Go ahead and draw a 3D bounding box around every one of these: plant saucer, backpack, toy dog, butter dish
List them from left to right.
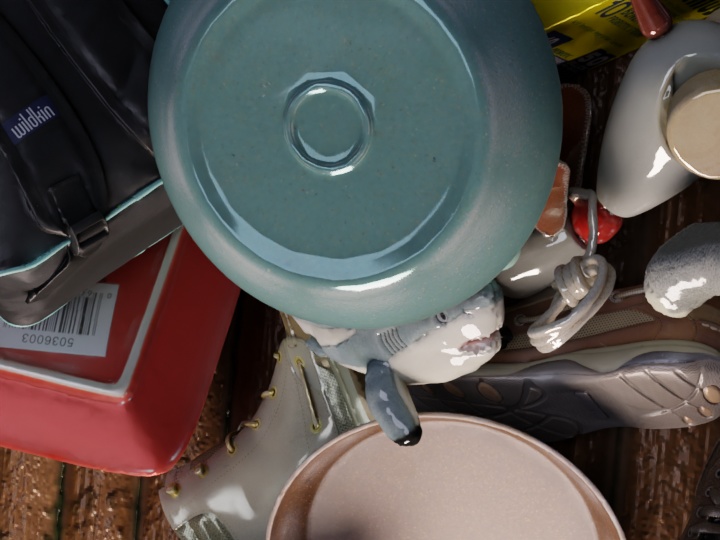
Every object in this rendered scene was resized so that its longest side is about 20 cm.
[{"bbox_3d":[-0.172,-0.091,0.830,0.175,0.153,0.200,-36,83,-14],"label":"backpack"},{"bbox_3d":[-0.167,0.030,0.941,0.198,0.148,0.201,13,65,8],"label":"butter dish"},{"bbox_3d":[-0.010,-0.067,0.704,0.198,0.036,0.202,4,104,15],"label":"plant saucer"},{"bbox_3d":[0.048,0.158,0.850,0.198,0.035,0.202,4,114,9],"label":"plant saucer"},{"bbox_3d":[0.119,-0.067,0.775,0.096,0.132,0.200,43,104,-11],"label":"toy dog"}]

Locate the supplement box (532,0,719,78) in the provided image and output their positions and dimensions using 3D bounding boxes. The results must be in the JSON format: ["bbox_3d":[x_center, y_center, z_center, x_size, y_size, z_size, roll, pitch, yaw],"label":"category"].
[{"bbox_3d":[0.158,-0.190,0.794,0.199,0.109,0.110,-23,79,25],"label":"supplement box"}]

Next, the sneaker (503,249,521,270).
[{"bbox_3d":[0.025,-0.100,0.769,0.200,0.077,0.141,41,116,34],"label":"sneaker"}]

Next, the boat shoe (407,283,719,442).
[{"bbox_3d":[0.107,0.045,0.847,0.199,0.076,0.072,-4,54,28],"label":"boat shoe"}]

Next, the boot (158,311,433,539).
[{"bbox_3d":[-0.054,0.085,0.917,0.154,0.072,0.201,-27,82,20],"label":"boot"}]

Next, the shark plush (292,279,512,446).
[{"bbox_3d":[0.000,0.000,0.819,0.091,0.084,0.200,-34,46,-20],"label":"shark plush"}]

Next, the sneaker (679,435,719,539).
[{"bbox_3d":[0.184,0.150,0.768,0.070,0.075,0.202,18,98,26],"label":"sneaker"}]

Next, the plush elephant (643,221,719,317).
[{"bbox_3d":[0.268,0.017,0.726,0.200,0.165,0.155,9,136,59],"label":"plush elephant"}]
